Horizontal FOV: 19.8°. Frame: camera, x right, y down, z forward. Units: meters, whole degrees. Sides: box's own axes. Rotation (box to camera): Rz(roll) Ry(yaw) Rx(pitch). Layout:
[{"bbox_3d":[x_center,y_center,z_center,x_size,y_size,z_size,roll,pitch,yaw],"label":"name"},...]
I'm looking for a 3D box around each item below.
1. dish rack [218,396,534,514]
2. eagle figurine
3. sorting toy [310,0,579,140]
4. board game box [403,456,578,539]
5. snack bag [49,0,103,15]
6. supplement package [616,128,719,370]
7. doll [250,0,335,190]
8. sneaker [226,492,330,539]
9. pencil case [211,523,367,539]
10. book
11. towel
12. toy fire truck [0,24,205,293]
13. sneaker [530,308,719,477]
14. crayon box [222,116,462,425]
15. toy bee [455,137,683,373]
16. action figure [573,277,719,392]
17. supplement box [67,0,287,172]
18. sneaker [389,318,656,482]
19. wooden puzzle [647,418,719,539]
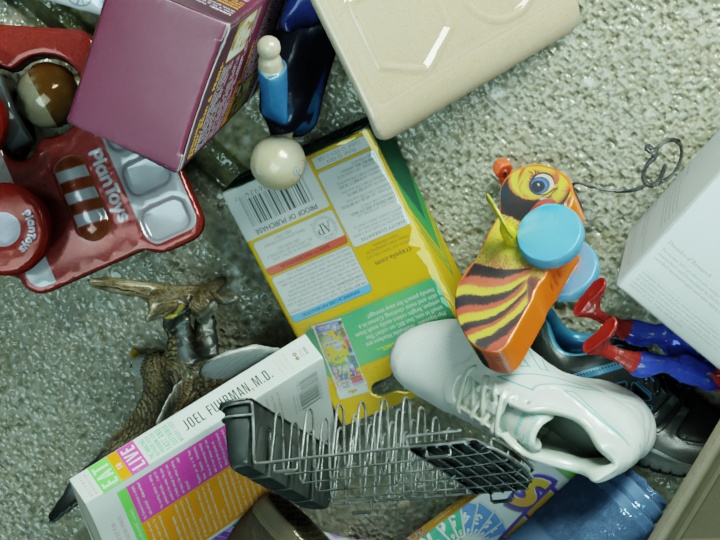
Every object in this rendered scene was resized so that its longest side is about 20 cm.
[{"bbox_3d":[0.017,0.127,1.441,0.199,0.153,0.055,-7,70,22],"label":"dish rack"},{"bbox_3d":[-0.145,0.104,1.561,0.151,0.151,0.201,11,101,-3],"label":"eagle figurine"},{"bbox_3d":[0.041,-0.215,1.401,0.185,0.036,0.201,-31,106,-23],"label":"sorting toy"},{"bbox_3d":[0.114,0.202,1.549,0.200,0.030,0.096,-36,101,-4],"label":"board game box"},{"bbox_3d":[-0.229,-0.296,1.489,0.188,0.021,0.201,18,112,7],"label":"snack bag"},{"bbox_3d":[0.286,-0.043,1.408,0.120,0.121,0.200,38,113,-3],"label":"supplement package"},{"bbox_3d":[-0.040,-0.154,1.439,0.048,0.136,0.201,18,98,14],"label":"doll"},{"bbox_3d":[-0.027,0.256,1.519,0.076,0.070,0.200,-49,60,12],"label":"sneaker"},{"bbox_3d":[-0.052,0.235,1.603,0.199,0.084,0.086,6,144,9],"label":"pencil case"},{"bbox_3d":[-0.110,0.141,1.514,0.199,0.134,0.048,-31,59,-15],"label":"book"},{"bbox_3d":[0.131,0.218,1.482,0.200,0.112,0.049,-40,102,-1],"label":"towel"},{"bbox_3d":[-0.221,-0.088,1.510,0.167,0.112,0.201,-23,87,1],"label":"toy fire truck"},{"bbox_3d":[0.200,0.091,1.502,0.199,0.073,0.082,17,110,5],"label":"sneaker"},{"bbox_3d":[0.000,0.000,1.527,0.125,0.052,0.201,-22,102,19],"label":"crayon box"},{"bbox_3d":[0.125,-0.026,1.467,0.109,0.200,0.131,32,145,33],"label":"toy bee"},{"bbox_3d":[0.243,0.067,1.464,0.199,0.066,0.052,27,119,-29],"label":"action figure"},{"bbox_3d":[-0.117,-0.159,1.414,0.085,0.200,0.111,24,113,4],"label":"supplement box"},{"bbox_3d":[0.109,0.091,1.459,0.199,0.080,0.071,20,112,15],"label":"sneaker"},{"bbox_3d":[0.302,0.127,1.441,0.199,0.037,0.186,-1,131,-32],"label":"wooden puzzle"}]
